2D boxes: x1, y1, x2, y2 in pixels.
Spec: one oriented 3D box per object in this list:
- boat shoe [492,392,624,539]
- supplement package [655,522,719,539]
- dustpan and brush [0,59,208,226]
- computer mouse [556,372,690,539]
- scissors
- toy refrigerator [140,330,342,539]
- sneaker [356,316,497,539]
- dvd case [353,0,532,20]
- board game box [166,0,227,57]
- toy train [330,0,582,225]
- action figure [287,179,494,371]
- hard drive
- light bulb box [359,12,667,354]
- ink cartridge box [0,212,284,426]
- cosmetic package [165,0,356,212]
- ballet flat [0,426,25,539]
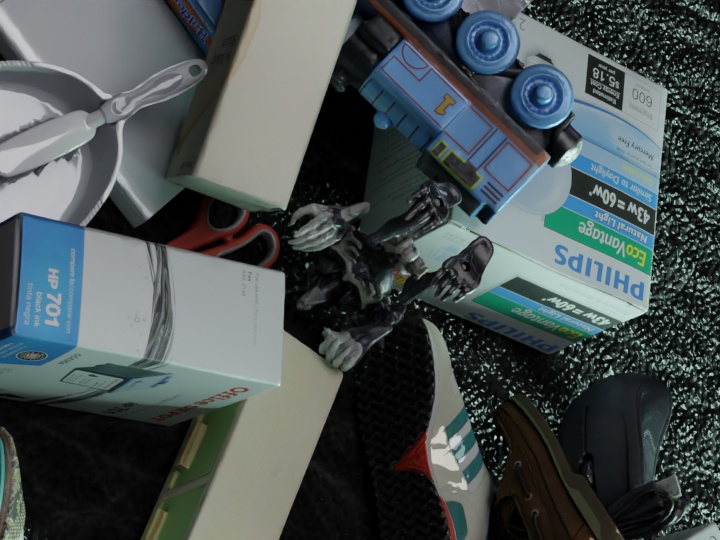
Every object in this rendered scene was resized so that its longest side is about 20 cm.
[{"bbox_3d":[0.127,0.159,1.720,0.068,0.200,0.072,-33,121,1],"label":"boat shoe"},{"bbox_3d":[0.175,0.299,1.713,0.200,0.151,0.152,-23,89,-40],"label":"supplement package"},{"bbox_3d":[-0.194,-0.096,1.609,0.200,0.057,0.140,-28,93,-29],"label":"dustpan and brush"},{"bbox_3d":[0.186,0.137,1.791,0.053,0.138,0.200,47,31,-20],"label":"computer mouse"},{"bbox_3d":[-0.135,-0.001,1.673,0.200,0.014,0.073,-32,96,-41],"label":"scissors"},{"bbox_3d":[-0.089,0.142,1.618,0.070,0.076,0.200,36,56,-22],"label":"toy refrigerator"},{"bbox_3d":[0.055,0.136,1.747,0.093,0.070,0.200,22,55,-54],"label":"sneaker"},{"bbox_3d":[0.024,-0.236,1.724,0.149,0.016,0.200,-45,99,-13],"label":"dvd case"},{"bbox_3d":[-0.077,-0.237,1.727,0.152,0.045,0.200,-38,96,-23],"label":"board game box"},{"bbox_3d":[0.062,-0.130,1.669,0.200,0.087,0.114,44,81,1],"label":"toy train"},{"bbox_3d":[0.000,0.000,1.658,0.102,0.200,0.119,-24,90,-35],"label":"action figure"},{"bbox_3d":[-0.177,-0.147,1.686,0.200,0.027,0.132,54,51,-10],"label":"hard drive"},{"bbox_3d":[0.117,-0.071,1.818,0.198,0.125,0.200,23,60,-28],"label":"light bulb box"},{"bbox_3d":[-0.170,0.036,1.547,0.200,0.146,0.086,14,68,-33],"label":"ink cartridge box"},{"bbox_3d":[-0.063,-0.145,1.639,0.073,0.104,0.200,21,84,-15],"label":"cosmetic package"},{"bbox_3d":[-0.248,0.200,1.491,0.075,0.068,0.200,44,53,-52],"label":"ballet flat"}]
